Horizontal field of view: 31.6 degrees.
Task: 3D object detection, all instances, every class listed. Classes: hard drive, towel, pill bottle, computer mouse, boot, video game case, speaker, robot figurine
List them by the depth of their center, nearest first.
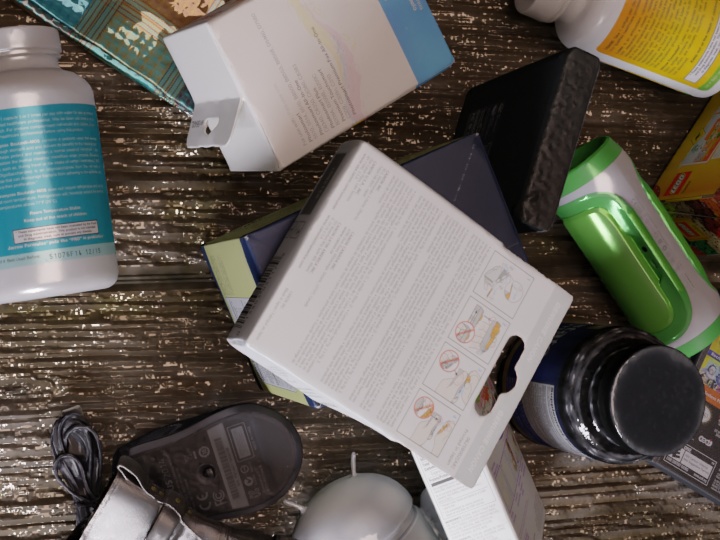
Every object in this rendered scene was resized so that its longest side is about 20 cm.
[{"bbox_3d":[-0.252,-0.080,0.976,0.109,0.111,0.203,-8,92,-17],"label":"pill bottle"},{"bbox_3d":[-0.154,0.248,1.001,0.172,0.069,0.202,22,111,-10],"label":"boot"},{"bbox_3d":[-0.145,0.160,1.040,0.197,0.053,0.141,-14,95,-5],"label":"computer mouse"},{"bbox_3d":[0.120,-0.098,1.046,0.032,0.200,0.142,19,84,-16],"label":"hard drive"},{"bbox_3d":[-0.176,-0.235,1.050,0.199,0.022,0.148,33,80,-14],"label":"towel"},{"bbox_3d":[0.017,0.253,1.052,0.169,0.113,0.202,-35,99,-20],"label":"robot figurine"},{"bbox_3d":[0.201,0.102,1.066,0.110,0.200,0.114,0,89,-17],"label":"pill bottle"},{"bbox_3d":[0.242,-0.237,1.133,0.197,0.111,0.113,17,84,-16],"label":"pill bottle"},{"bbox_3d":[0.247,-0.018,1.144,0.088,0.088,0.201,-38,100,-14],"label":"speaker"},{"bbox_3d":[0.387,0.145,1.216,0.198,0.025,0.182,30,81,-14],"label":"video game case"}]

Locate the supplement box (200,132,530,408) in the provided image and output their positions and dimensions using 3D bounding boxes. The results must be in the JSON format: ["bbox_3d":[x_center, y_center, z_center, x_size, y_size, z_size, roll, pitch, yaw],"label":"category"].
[{"bbox_3d":[0.000,0.000,1.006,0.198,0.199,0.136,-24,96,-16],"label":"supplement box"}]

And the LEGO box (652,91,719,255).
[{"bbox_3d":[0.365,-0.117,1.150,0.077,0.149,0.201,37,79,-13],"label":"LEGO box"}]

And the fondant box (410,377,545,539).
[{"bbox_3d":[0.089,0.148,1.059,0.058,0.144,0.202,-21,96,14],"label":"fondant box"}]

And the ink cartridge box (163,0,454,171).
[{"bbox_3d":[-0.054,-0.170,1.018,0.199,0.128,0.126,-33,105,-20],"label":"ink cartridge box"}]

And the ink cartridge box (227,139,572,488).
[{"bbox_3d":[0.030,0.032,0.891,0.199,0.057,0.164,35,79,-22],"label":"ink cartridge box"}]
